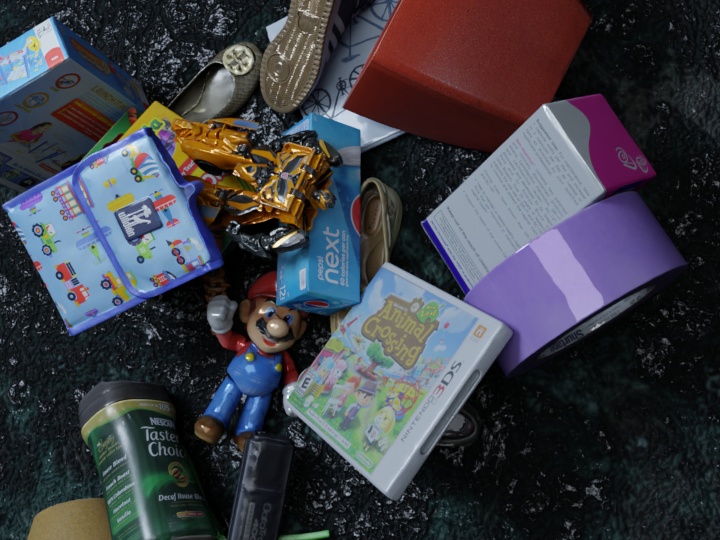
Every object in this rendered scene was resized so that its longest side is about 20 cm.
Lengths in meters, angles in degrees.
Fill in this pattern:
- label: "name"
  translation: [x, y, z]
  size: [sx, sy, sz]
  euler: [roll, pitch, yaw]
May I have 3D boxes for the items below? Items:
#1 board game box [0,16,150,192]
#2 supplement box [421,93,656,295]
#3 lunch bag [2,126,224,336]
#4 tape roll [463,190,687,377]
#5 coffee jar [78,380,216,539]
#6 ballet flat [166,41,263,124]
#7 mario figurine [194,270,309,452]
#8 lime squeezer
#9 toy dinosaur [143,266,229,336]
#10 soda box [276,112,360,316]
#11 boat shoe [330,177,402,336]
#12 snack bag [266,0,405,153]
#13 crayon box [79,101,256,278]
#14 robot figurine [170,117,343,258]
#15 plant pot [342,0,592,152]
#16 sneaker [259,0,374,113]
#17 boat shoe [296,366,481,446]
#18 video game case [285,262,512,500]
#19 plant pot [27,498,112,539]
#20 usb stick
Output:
- label: "board game box"
  translation: [-0.369, -0.179, 1.083]
  size: [0.195, 0.200, 0.056]
  euler: [-28, 74, 8]
- label: "supplement box"
  translation: [0.170, -0.070, 0.929]
  size: [0.104, 0.101, 0.200]
  euler: [58, 136, 15]
- label: "lunch bag"
  translation: [-0.232, -0.045, 0.952]
  size: [0.199, 0.094, 0.151]
  euler: [-23, 98, 27]
- label: "tape roll"
  translation: [0.203, 0.016, 0.907]
  size: [0.199, 0.200, 0.085]
  euler: [-32, 76, 7]
- label: "coffee jar"
  translation: [-0.233, 0.214, 1.019]
  size: [0.085, 0.104, 0.201]
  euler: [-40, 60, 24]
- label: "ballet flat"
  translation: [-0.195, -0.196, 1.120]
  size: [0.200, 0.046, 0.067]
  euler: [-41, 75, 5]
- label: "mario figurine"
  translation: [-0.109, 0.097, 1.017]
  size: [0.106, 0.123, 0.201]
  euler: [20, 91, 37]
- label: "lime squeezer"
  translation: [-0.134, 0.273, 1.044]
  size: [0.199, 0.038, 0.071]
  euler: [25, 56, 17]
- label: "toy dinosaur"
  translation: [-0.204, -0.024, 1.077]
  size: [0.135, 0.102, 0.200]
  euler: [-23, 54, -7]
- label: "soda box"
  translation: [-0.043, -0.059, 1.006]
  size: [0.064, 0.068, 0.201]
  euler: [-23, 60, 50]
- label: "boat shoe"
  translation: [0.000, 0.000, 1.032]
  size: [0.073, 0.063, 0.201]
  euler: [4, 82, 15]
- label: "snack bag"
  translation: [0.007, -0.235, 1.089]
  size: [0.188, 0.021, 0.201]
  euler: [-24, 79, 10]
- label: "crayon box"
  translation: [-0.210, -0.099, 1.048]
  size: [0.199, 0.051, 0.127]
  euler: [32, 62, 3]
- label: "robot figurine"
  translation: [-0.117, -0.092, 0.960]
  size: [0.199, 0.058, 0.146]
  euler: [13, 70, 25]
- label: "plant pot"
  translation: [0.114, -0.229, 0.966]
  size: [0.176, 0.200, 0.201]
  euler: [28, 83, -6]
- label: "sneaker"
  translation: [-0.043, -0.274, 1.067]
  size: [0.070, 0.108, 0.201]
  euler: [32, 123, 12]
- label: "boat shoe"
  translation: [0.031, 0.137, 0.983]
  size: [0.199, 0.057, 0.067]
  euler: [15, 83, 1]
- label: "video game case"
  translation: [0.028, 0.095, 0.903]
  size: [0.182, 0.022, 0.200]
  euler: [-54, 35, -5]
- label: "plant pot"
  translation: [-0.291, 0.355, 1.007]
  size: [0.186, 0.186, 0.201]
  euler: [-22, 61, 10]
- label: "usb stick"
  translation: [-0.112, 0.271, 0.999]
  size: [0.055, 0.033, 0.201]
  euler: [11, 87, -13]
